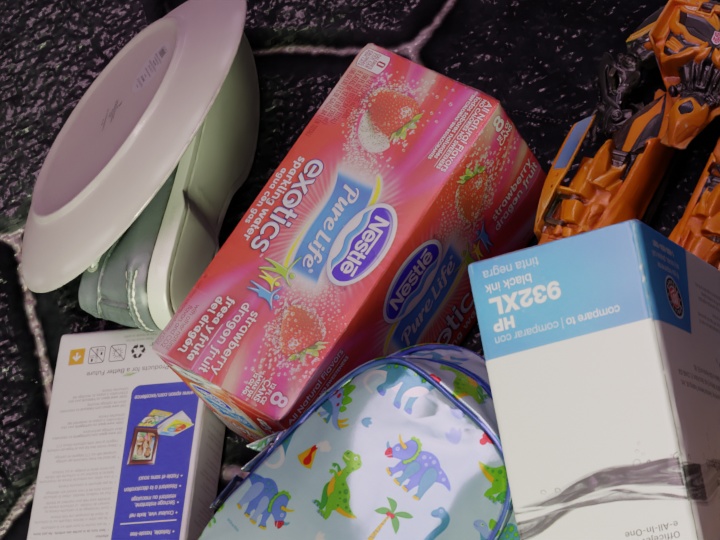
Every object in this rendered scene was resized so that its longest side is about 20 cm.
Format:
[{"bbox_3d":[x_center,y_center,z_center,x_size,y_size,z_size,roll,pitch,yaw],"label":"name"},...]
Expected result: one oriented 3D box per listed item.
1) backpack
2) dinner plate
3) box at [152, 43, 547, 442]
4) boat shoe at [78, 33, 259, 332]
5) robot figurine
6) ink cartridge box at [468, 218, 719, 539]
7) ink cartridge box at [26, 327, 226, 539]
[{"bbox_3d":[0.012,0.131,1.226,0.200,0.154,0.163,-40,58,-10],"label":"backpack"},{"bbox_3d":[-0.131,-0.078,1.420,0.200,0.024,0.200,-43,24,25],"label":"dinner plate"},{"bbox_3d":[0.000,0.000,1.332,0.095,0.100,0.200,27,76,35],"label":"box"},{"bbox_3d":[-0.103,-0.053,1.417,0.062,0.073,0.201,-2,53,21],"label":"boat shoe"},{"bbox_3d":[0.164,-0.055,1.311,0.145,0.058,0.201,17,71,29],"label":"robot figurine"},{"bbox_3d":[0.124,0.093,1.159,0.083,0.145,0.201,-15,75,19],"label":"ink cartridge box"},{"bbox_3d":[-0.123,0.123,1.360,0.094,0.037,0.201,-6,58,22],"label":"ink cartridge box"}]
